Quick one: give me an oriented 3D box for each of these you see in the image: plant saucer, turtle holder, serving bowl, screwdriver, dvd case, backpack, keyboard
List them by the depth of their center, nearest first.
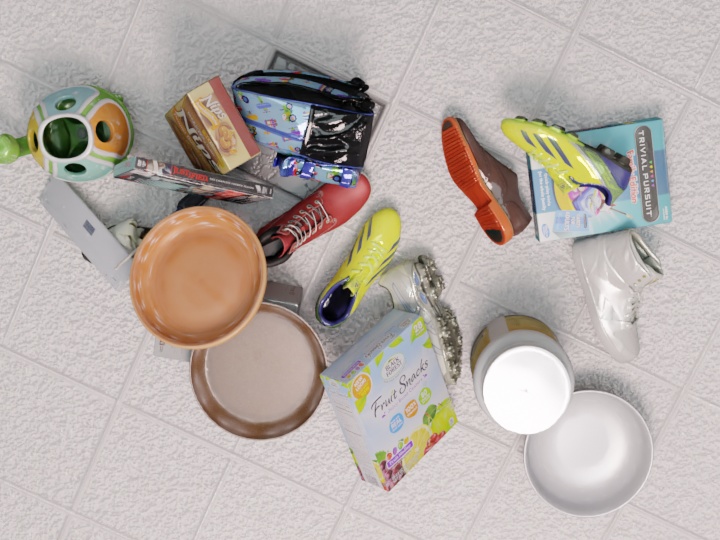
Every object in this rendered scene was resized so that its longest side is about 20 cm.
[{"bbox_3d":[-0.223,0.012,1.497,0.197,0.037,0.203,-2,76,9],"label":"plant saucer"},{"bbox_3d":[-0.087,-0.206,1.502,0.197,0.183,0.137,9,108,-7],"label":"backpack"},{"bbox_3d":[-0.235,-0.124,1.506,0.197,0.146,0.022,10,86,-23],"label":"dvd case"},{"bbox_3d":[-0.143,0.141,1.529,0.197,0.032,0.204,0,102,1],"label":"plant saucer"},{"bbox_3d":[-0.422,-0.199,1.536,0.183,0.132,0.143,18,102,-3],"label":"turtle holder"},{"bbox_3d":[-0.284,-0.064,1.551,0.028,0.200,0.029,46,142,-3],"label":"screwdriver"},{"bbox_3d":[-0.402,-0.057,1.582,0.200,0.011,0.056,46,109,16],"label":"keyboard"},{"bbox_3d":[0.344,0.271,1.647,0.197,0.066,0.204,0,101,1],"label":"serving bowl"}]

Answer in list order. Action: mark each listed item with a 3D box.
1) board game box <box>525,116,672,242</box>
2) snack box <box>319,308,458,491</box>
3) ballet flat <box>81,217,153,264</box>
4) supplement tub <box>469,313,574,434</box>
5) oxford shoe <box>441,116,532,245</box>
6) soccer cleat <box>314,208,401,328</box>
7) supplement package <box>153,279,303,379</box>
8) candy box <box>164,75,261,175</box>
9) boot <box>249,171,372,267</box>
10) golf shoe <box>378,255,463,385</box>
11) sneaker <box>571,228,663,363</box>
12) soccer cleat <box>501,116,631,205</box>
[{"bbox_3d":[0.348,-0.133,1.579,0.197,0.047,0.153,-9,101,3],"label":"board game box"},{"bbox_3d":[0.045,0.188,1.566,0.168,0.067,0.202,-40,122,-31],"label":"snack box"},{"bbox_3d":[-0.318,-0.046,1.594,0.197,0.069,0.069,0,57,-4],"label":"ballet flat"},{"bbox_3d":[0.232,0.149,1.553,0.142,0.200,0.147,1,98,4],"label":"supplement tub"},{"bbox_3d":[0.184,-0.141,1.581,0.072,0.071,0.202,-30,97,-22],"label":"oxford shoe"},{"bbox_3d":[0.001,0.001,1.592,0.064,0.084,0.201,33,100,-5],"label":"soccer cleat"},{"bbox_3d":[-0.193,0.074,1.592,0.197,0.117,0.119,10,101,-1],"label":"supplement package"},{"bbox_3d":[-0.209,-0.192,1.498,0.055,0.200,0.116,-32,99,-16],"label":"candy box"},{"bbox_3d":[-0.069,-0.071,1.549,0.198,0.144,0.073,-32,99,6],"label":"boot"},{"bbox_3d":[0.093,0.081,1.624,0.096,0.078,0.203,-15,98,24],"label":"golf shoe"},{"bbox_3d":[0.395,0.038,1.575,0.115,0.073,0.202,-15,102,41],"label":"sneaker"},{"bbox_3d":[0.284,-0.155,1.512,0.198,0.065,0.085,23,101,-3],"label":"soccer cleat"}]
